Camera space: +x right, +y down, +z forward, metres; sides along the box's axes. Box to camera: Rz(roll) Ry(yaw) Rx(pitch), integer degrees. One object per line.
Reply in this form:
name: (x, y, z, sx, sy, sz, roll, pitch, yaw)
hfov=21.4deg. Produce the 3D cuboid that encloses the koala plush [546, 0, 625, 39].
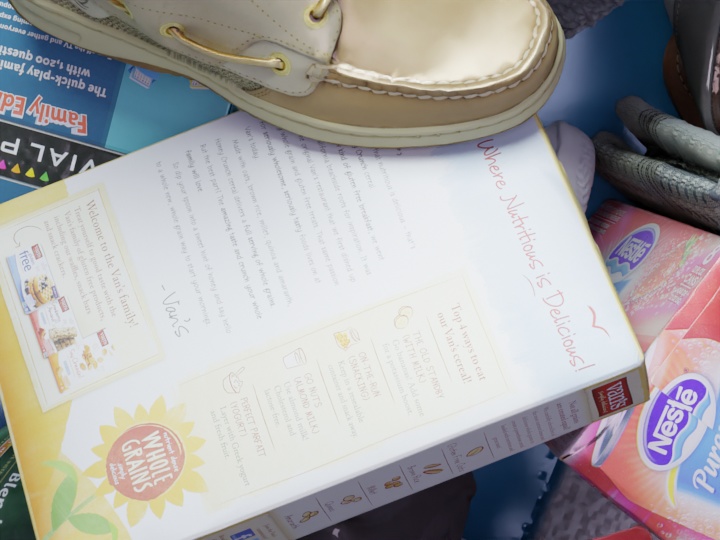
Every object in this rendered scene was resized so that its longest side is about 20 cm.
koala plush: (0.082, -0.211, 0.646, 0.177, 0.184, 0.200, 40, 51, -36)

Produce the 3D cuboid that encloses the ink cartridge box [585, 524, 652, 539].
ink cartridge box: (0.034, 0.199, 0.704, 0.200, 0.050, 0.161, -17, 105, 7)

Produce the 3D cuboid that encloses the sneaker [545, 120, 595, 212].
sneaker: (0.000, 0.000, 0.764, 0.115, 0.075, 0.200, 38, 93, -10)

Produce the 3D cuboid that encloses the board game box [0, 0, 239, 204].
board game box: (-0.103, -0.116, 0.701, 0.151, 0.047, 0.200, 16, 96, 5)

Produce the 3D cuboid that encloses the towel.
towel: (0.180, 0.007, 0.723, 0.192, 0.200, 0.035, 38, 92, -11)

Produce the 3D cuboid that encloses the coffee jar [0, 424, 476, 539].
coffee jar: (-0.061, 0.094, 0.705, 0.200, 0.104, 0.085, -9, 114, 32)

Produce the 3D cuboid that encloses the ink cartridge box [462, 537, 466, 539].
ink cartridge box: (0.049, 0.200, 0.782, 0.200, 0.084, 0.145, 30, 92, -8)

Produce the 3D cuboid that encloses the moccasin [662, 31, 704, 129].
moccasin: (0.206, -0.033, 0.780, 0.074, 0.078, 0.201, -42, 94, -2)

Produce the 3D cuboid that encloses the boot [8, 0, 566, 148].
boot: (-0.033, -0.117, 0.583, 0.200, 0.156, 0.073, 19, 64, 13)

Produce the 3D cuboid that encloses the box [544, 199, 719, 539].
box: (0.121, 0.044, 0.718, 0.103, 0.200, 0.095, 38, 92, -7)

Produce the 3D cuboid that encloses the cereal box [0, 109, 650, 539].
cereal box: (-0.022, 0.013, 0.629, 0.200, 0.040, 0.144, -20, 62, 1)

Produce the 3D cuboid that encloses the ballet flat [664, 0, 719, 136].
ballet flat: (0.151, -0.141, 0.756, 0.064, 0.067, 0.200, 10, 69, 32)
